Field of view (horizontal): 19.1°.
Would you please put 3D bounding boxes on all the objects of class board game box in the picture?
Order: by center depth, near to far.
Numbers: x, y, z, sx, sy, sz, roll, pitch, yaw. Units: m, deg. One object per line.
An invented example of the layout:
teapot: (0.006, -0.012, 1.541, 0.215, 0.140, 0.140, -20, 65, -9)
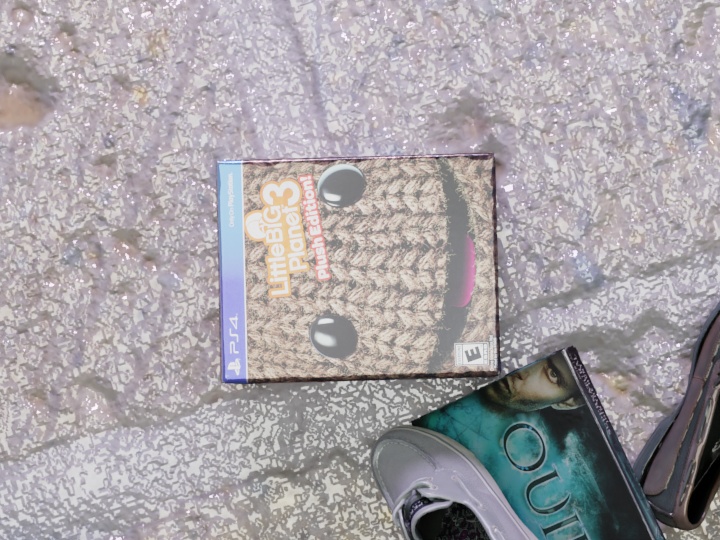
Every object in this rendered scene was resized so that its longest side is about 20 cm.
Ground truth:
board game box: (0.137, 0.171, 1.540, 0.135, 0.028, 0.201, -28, 85, 24)
board game box: (0.000, 0.000, 1.545, 0.199, 0.097, 0.160, -2, 87, 2)

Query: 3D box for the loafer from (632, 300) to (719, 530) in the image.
loafer: (0.266, 0.096, 1.534, 0.072, 0.063, 0.201, 26, 94, -32)

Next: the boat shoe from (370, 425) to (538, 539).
boat shoe: (0.063, 0.172, 1.491, 0.201, 0.071, 0.070, 44, 105, 38)
